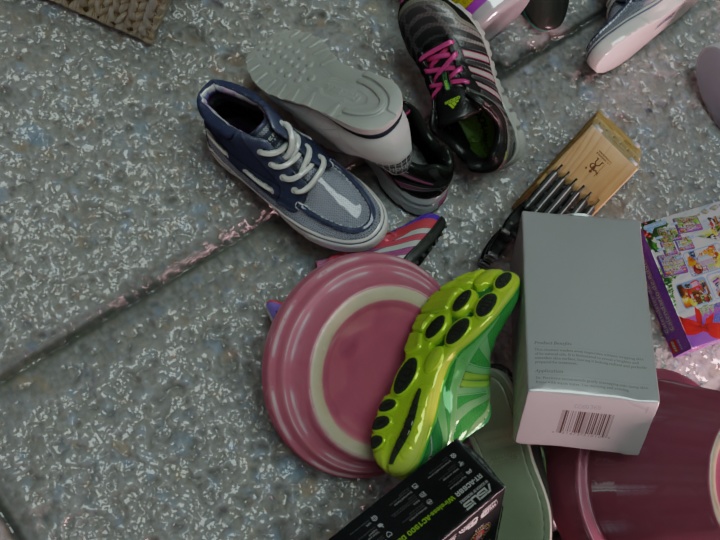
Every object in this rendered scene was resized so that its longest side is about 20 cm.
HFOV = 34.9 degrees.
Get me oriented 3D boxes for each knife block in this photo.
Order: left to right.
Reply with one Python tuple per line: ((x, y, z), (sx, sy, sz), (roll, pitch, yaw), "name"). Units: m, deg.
((0.200, -0.070, 1.160), (0.064, 0.176, 0.200), (44, 21, 1), "knife block")

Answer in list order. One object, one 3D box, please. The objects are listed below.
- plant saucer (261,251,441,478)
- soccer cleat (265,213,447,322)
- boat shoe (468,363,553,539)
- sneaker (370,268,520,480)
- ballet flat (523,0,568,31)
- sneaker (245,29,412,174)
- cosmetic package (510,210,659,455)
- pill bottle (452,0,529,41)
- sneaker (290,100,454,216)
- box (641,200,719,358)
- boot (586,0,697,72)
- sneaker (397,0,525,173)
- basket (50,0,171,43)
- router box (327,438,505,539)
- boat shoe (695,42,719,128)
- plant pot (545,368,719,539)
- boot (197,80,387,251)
((0.013, 0.086, 1.006), (0.198, 0.051, 0.203), (-3, 97, -27), "plant saucer")
((0.000, 0.000, 1.068), (0.073, 0.068, 0.200), (45, 68, 7), "soccer cleat")
((0.138, 0.185, 1.038), (0.071, 0.060, 0.204), (-10, 90, 23), "boat shoe")
((0.078, 0.088, 0.981), (0.083, 0.074, 0.201), (38, 78, -44), "sneaker")
((0.199, -0.364, 1.247), (0.067, 0.068, 0.203), (1, 72, -16), "ballet flat")
((-0.032, -0.153, 1.052), (0.076, 0.081, 0.200), (-43, 54, -10), "sneaker")
((0.188, 0.048, 0.988), (0.111, 0.082, 0.202), (6, 49, 2), "cosmetic package")
((0.079, -0.328, 1.180), (0.104, 0.104, 0.201), (-37, 85, -24), "pill bottle")
((0.017, -0.147, 1.109), (0.199, 0.086, 0.081), (36, 64, -1), "sneaker")
((0.388, -0.003, 1.195), (0.198, 0.039, 0.138), (-15, 76, -20), "box")
((0.292, -0.295, 1.257), (0.199, 0.073, 0.090), (-36, 77, -32), "boot")
((0.094, -0.179, 1.115), (0.201, 0.073, 0.088), (61, 29, -13), "sneaker")
((-0.218, -0.356, 1.056), (0.159, 0.198, 0.202), (23, 66, -12), "basket")
((0.025, 0.250, 0.937), (0.199, 0.151, 0.062), (-34, 59, -23), "router box")
((0.443, -0.168, 1.257), (0.065, 0.073, 0.201), (-34, 93, -28), "boat shoe")
((0.292, 0.183, 1.005), (0.198, 0.179, 0.203), (5, 79, -26), "plant pot")
((-0.064, -0.093, 1.029), (0.199, 0.090, 0.073), (32, 76, 15), "boot")
